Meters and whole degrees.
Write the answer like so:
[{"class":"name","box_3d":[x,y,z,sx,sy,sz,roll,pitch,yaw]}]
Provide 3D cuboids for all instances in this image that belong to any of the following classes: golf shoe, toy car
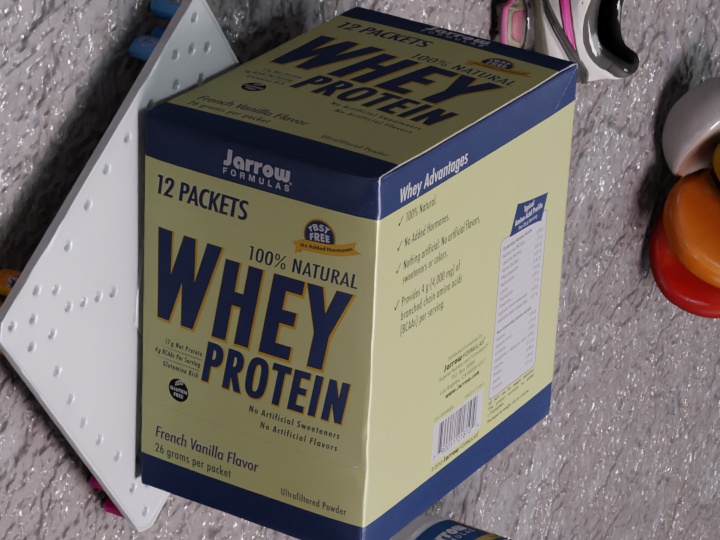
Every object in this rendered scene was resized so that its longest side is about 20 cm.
[{"class":"golf shoe","box_3d":[0.134,-0.208,1.680,0.072,0.092,0.201,-29,128,-51]},{"class":"toy car","box_3d":[0.274,-0.029,1.987,0.150,0.175,0.200,-45,161,22]}]

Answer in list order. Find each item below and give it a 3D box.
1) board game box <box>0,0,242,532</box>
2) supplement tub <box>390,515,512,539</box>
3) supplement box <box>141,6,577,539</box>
[{"class":"board game box","box_3d":[-0.103,-0.002,1.421,0.201,0.026,0.200,-62,150,-23]},{"class":"supplement tub","box_3d":[0.070,0.226,1.670,0.145,0.199,0.146,-38,136,-49]},{"class":"supplement box","box_3d":[0.000,0.000,1.439,0.200,0.134,0.201,-32,132,-52]}]
